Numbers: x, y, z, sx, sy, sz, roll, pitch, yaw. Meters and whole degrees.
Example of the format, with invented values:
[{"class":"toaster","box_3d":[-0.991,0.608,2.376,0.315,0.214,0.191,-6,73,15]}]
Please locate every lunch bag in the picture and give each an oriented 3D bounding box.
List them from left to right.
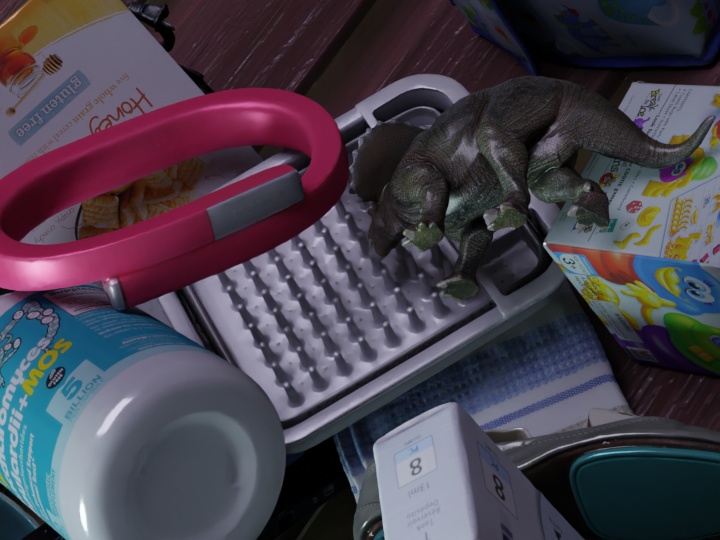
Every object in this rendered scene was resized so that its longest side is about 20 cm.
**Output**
[{"class":"lunch bag","box_3d":[0.104,-0.204,1.097,0.199,0.170,0.128,6,56,43]}]

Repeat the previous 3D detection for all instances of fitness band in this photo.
[{"class":"fitness band","box_3d":[-0.101,-0.038,0.968,0.199,0.038,0.144,-22,29,-18]}]

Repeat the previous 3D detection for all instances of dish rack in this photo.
[{"class":"dish rack","box_3d":[0.000,0.000,0.990,0.199,0.044,0.172,-30,53,-5]}]

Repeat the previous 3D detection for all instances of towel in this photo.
[{"class":"towel","box_3d":[0.061,0.083,0.945,0.146,0.024,0.201,-24,45,2]}]

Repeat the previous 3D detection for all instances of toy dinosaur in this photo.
[{"class":"toy dinosaur","box_3d":[0.064,-0.053,0.892,0.199,0.077,0.103,-28,47,28]}]

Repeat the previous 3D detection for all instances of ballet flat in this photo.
[{"class":"ballet flat","box_3d":[0.092,0.091,0.863,0.198,0.068,0.064,-12,37,12]}]

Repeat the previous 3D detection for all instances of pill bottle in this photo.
[{"class":"pill bottle","box_3d":[-0.130,0.070,0.929,0.111,0.111,0.200,-50,36,-12]}]

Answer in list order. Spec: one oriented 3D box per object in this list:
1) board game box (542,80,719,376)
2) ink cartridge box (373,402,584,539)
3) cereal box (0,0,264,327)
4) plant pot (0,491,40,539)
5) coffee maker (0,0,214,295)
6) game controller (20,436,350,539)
[{"class":"board game box","box_3d":[0.204,-0.012,0.873,0.199,0.103,0.105,9,60,46]},{"class":"ink cartridge box","box_3d":[0.073,0.173,0.755,0.047,0.160,0.201,-29,39,17]},{"class":"cereal box","box_3d":[-0.140,-0.051,1.050,0.144,0.200,0.040,-44,3,-13]},{"class":"plant pot","box_3d":[-0.253,0.216,1.000,0.201,0.199,0.135,-66,9,-29]},{"class":"coffee maker","box_3d":[-0.168,-0.026,1.138,0.134,0.193,0.201,6,57,24]},{"class":"game controller","box_3d":[-0.085,0.120,0.978,0.104,0.042,0.199,22,40,38]}]
